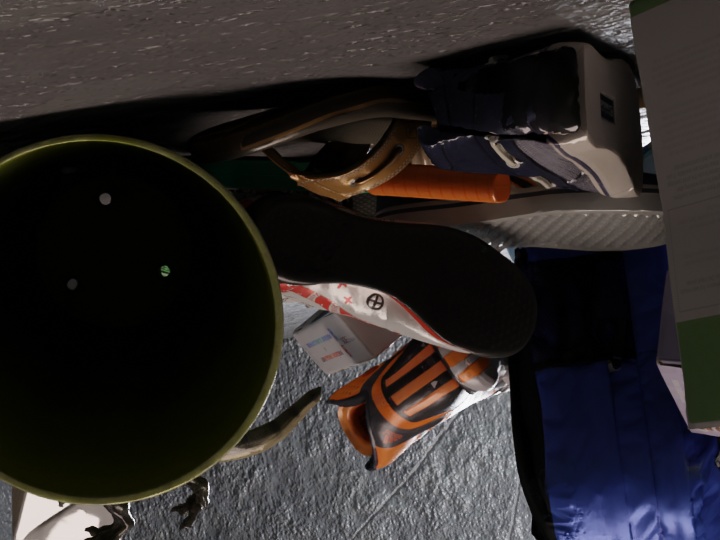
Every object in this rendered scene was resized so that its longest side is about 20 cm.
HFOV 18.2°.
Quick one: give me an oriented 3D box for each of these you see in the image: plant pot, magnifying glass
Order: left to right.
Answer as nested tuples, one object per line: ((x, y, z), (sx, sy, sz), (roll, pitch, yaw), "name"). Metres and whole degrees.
((-0.136, 0.009, 1.206), (0.187, 0.187, 0.200), (-9, -170, -1), "plant pot")
((-0.012, -0.052, 1.270), (0.200, 0.022, 0.080), (3, -176, 27), "magnifying glass")

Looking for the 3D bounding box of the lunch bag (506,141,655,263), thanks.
((0.205, -0.037, 1.533), (0.200, 0.077, 0.160), (-21, 168, -44), "lunch bag")

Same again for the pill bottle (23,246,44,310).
((-0.292, 0.019, 1.302), (0.200, 0.109, 0.109), (-11, 176, 20), "pill bottle")

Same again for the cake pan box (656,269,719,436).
((0.206, -0.013, 1.233), (0.052, 0.184, 0.200), (4, 168, 15), "cake pan box")

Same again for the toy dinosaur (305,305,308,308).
((-0.116, 0.003, 1.617), (0.200, 0.086, 0.135), (-26, 157, 32), "toy dinosaur")

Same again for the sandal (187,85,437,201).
((-0.001, -0.065, 1.190), (0.082, 0.055, 0.200), (-12, 177, 42), "sandal")

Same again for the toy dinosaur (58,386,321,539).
((-0.121, 0.112, 1.263), (0.200, 0.088, 0.047), (-4, -145, -9), "toy dinosaur")

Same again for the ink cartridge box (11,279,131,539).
((-0.172, 0.059, 1.370), (0.067, 0.117, 0.200), (8, -144, -15), "ink cartridge box")

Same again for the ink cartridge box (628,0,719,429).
((0.181, -0.037, 0.968), (0.048, 0.200, 0.146), (-8, 176, -24), "ink cartridge box")

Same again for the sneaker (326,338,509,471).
((0.037, 0.071, 1.466), (0.112, 0.078, 0.200), (-35, 171, 11), "sneaker")

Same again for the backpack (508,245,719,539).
((0.173, 0.088, 1.389), (0.168, 0.200, 0.163), (-7, 151, 14), "backpack")

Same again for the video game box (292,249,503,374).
((0.054, -0.012, 1.505), (0.200, 0.047, 0.182), (-40, 180, -11), "video game box")

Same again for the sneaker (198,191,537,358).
((0.000, -0.001, 1.324), (0.201, 0.067, 0.108), (17, 174, -28), "sneaker")

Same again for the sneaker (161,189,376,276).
((-0.057, -0.029, 1.420), (0.200, 0.078, 0.085), (-14, 167, 2), "sneaker")

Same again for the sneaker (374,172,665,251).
((0.102, -0.055, 1.333), (0.200, 0.080, 0.078), (-1, 160, 21), "sneaker")

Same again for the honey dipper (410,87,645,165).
((0.125, -0.089, 1.284), (0.200, 0.038, 0.038), (-11, 176, 3), "honey dipper")

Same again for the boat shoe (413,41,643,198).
((0.092, -0.078, 1.190), (0.093, 0.075, 0.200), (-4, 170, 17), "boat shoe")
